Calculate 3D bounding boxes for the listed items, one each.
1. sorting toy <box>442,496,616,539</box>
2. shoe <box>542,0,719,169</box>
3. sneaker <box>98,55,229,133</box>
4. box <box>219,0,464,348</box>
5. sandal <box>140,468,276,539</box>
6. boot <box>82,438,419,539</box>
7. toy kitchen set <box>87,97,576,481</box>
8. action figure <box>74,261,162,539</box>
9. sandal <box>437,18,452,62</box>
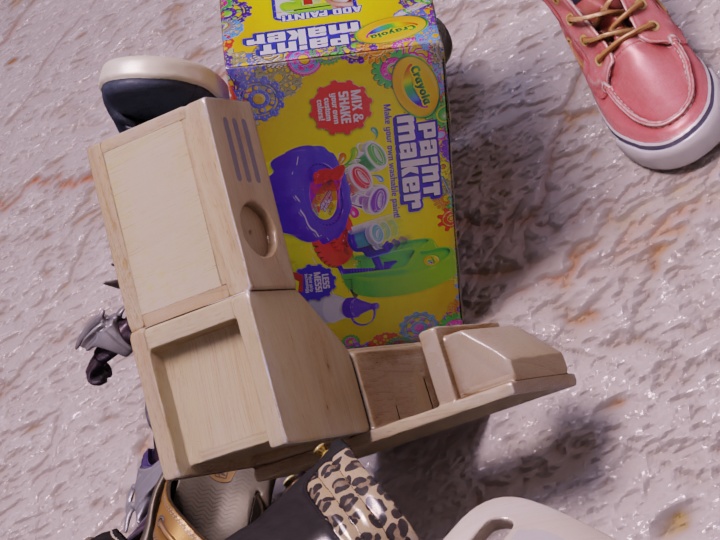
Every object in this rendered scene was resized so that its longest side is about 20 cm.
[{"bbox_3d":[0.074,0.179,0.907,0.200,0.107,0.180,-42,44,-11],"label":"sorting toy"},{"bbox_3d":[0.151,-0.140,1.269,0.071,0.091,0.200,-36,32,10],"label":"shoe"},{"bbox_3d":[-0.110,-0.059,1.292,0.075,0.200,0.085,0,69,13],"label":"sneaker"},{"bbox_3d":[-0.013,-0.090,1.257,0.121,0.201,0.193,-7,36,-2],"label":"box"},{"bbox_3d":[-0.076,0.141,1.154,0.055,0.081,0.201,121,164,-61],"label":"sandal"},{"bbox_3d":[-0.059,0.144,1.034,0.150,0.073,0.200,-35,16,-8],"label":"boot"},{"bbox_3d":[0.000,0.000,1.106,0.163,0.200,0.181,-20,80,30],"label":"toy kitchen set"},{"bbox_3d":[-0.106,0.073,1.264,0.069,0.130,0.201,-49,37,40],"label":"action figure"},{"bbox_3d":[-0.007,-0.105,1.441,0.201,0.057,0.080,-38,34,35],"label":"sandal"}]
